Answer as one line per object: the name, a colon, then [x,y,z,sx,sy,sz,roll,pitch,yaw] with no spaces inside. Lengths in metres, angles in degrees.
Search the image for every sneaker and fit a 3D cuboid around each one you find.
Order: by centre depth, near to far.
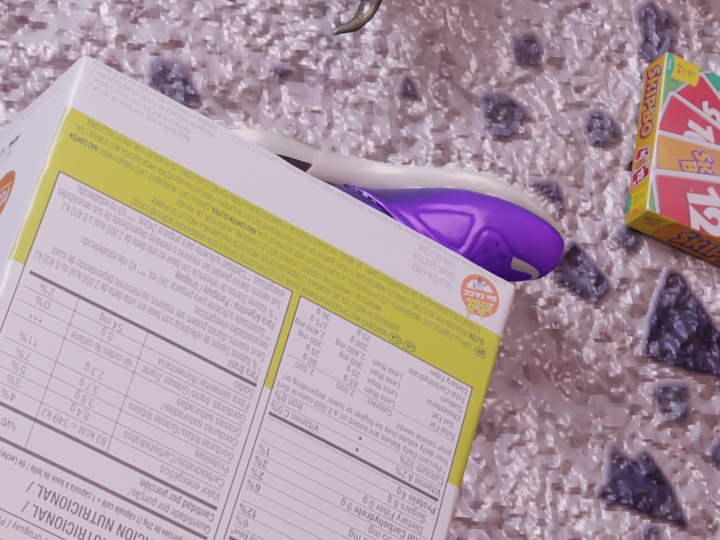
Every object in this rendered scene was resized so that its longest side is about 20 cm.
sneaker: [0.000,0.000,1.262,0.199,0.070,0.100,11,71,-22]

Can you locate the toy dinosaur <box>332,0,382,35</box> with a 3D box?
toy dinosaur: [0.020,-0.203,1.334,0.077,0.102,0.200,41,54,-9]

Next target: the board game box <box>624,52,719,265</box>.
board game box: [0.231,-0.033,1.434,0.199,0.030,0.096,23,60,-23]

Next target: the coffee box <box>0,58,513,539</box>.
coffee box: [-0.092,0.075,1.079,0.199,0.199,0.199,28,59,-19]
